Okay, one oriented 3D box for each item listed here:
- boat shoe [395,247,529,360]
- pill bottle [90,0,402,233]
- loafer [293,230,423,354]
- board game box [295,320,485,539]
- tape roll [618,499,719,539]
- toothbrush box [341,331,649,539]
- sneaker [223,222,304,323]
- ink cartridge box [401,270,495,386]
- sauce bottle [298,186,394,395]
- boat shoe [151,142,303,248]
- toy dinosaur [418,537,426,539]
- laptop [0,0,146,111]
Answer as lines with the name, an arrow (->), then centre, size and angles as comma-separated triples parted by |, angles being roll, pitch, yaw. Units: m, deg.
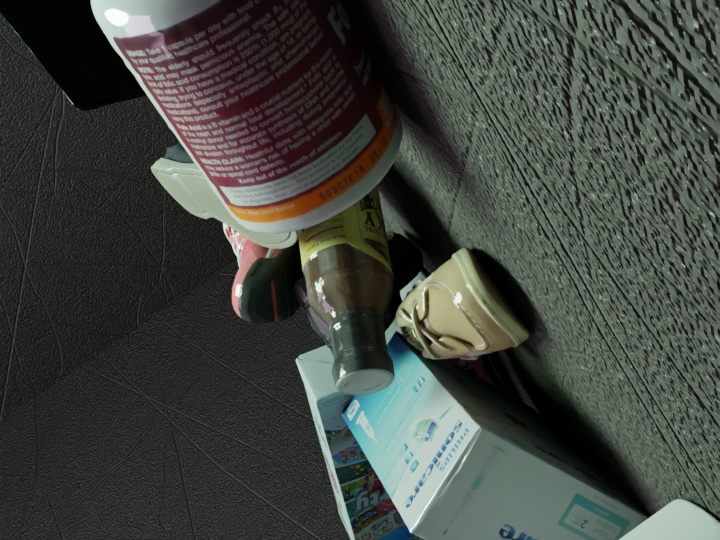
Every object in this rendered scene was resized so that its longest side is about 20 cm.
boat shoe -> 0.061, 0.034, 0.715 | 0.071, 0.064, 0.200 | 55, 177, 3
pill bottle -> -0.066, -0.126, 0.558 | 0.200, 0.114, 0.114 | 59, 175, -37
loafer -> 0.000, 0.000, 0.864 | 0.072, 0.073, 0.200 | 46, -162, -6
board game box -> 0.039, 0.140, 0.928 | 0.064, 0.147, 0.200 | -123, 16, -51
tape roll -> 0.170, 0.239, 0.543 | 0.203, 0.139, 0.203 | 55, 176, 6
toothbrush box -> 0.087, 0.138, 0.770 | 0.146, 0.085, 0.200 | 30, -174, -18
sneaker -> -0.078, -0.029, 0.849 | 0.200, 0.087, 0.074 | -69, -15, -51
ink cartridge box -> 0.061, 0.085, 1.035 | 0.200, 0.084, 0.146 | 57, 177, -38
sauce bottle -> -0.011, -0.009, 0.757 | 0.065, 0.065, 0.200 | 61, -163, -59
boat shoe -> -0.089, -0.069, 0.785 | 0.200, 0.063, 0.073 | 21, 151, 55
toy dinosaur -> 0.122, 0.232, 0.857 | 0.102, 0.136, 0.200 | 58, -160, 3
laptop -> -0.169, -0.162, 0.824 | 0.187, 0.116, 0.200 | 49, 176, 27
